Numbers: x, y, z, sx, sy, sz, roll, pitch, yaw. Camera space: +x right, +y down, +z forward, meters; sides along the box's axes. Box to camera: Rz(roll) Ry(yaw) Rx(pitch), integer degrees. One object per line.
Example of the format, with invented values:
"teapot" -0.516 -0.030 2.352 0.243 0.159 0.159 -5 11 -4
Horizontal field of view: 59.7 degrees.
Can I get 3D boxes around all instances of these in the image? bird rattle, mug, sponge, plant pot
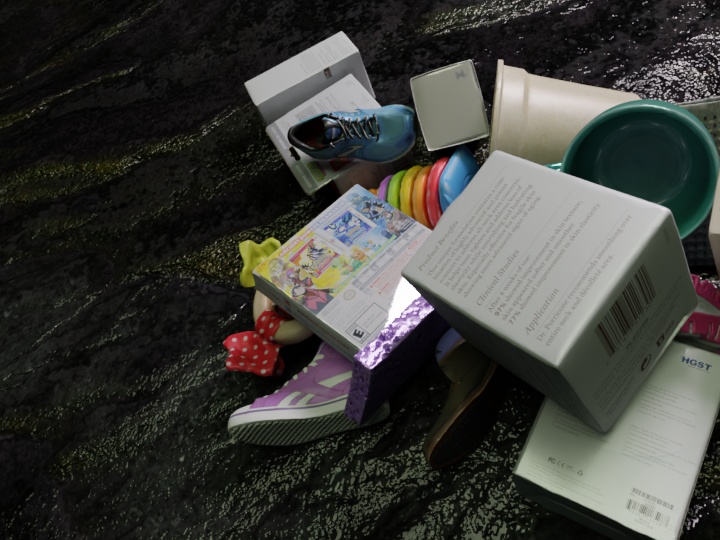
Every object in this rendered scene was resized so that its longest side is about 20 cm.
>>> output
"bird rattle" -0.105 0.042 0.831 0.162 0.113 0.201 -21 45 27
"mug" 0.291 -0.116 0.690 0.184 0.153 0.114 32 30 15
"sponge" 0.058 0.081 0.725 0.030 0.112 0.200 34 52 23
"plant pot" 0.264 -0.172 0.835 0.182 0.201 0.202 5 57 10

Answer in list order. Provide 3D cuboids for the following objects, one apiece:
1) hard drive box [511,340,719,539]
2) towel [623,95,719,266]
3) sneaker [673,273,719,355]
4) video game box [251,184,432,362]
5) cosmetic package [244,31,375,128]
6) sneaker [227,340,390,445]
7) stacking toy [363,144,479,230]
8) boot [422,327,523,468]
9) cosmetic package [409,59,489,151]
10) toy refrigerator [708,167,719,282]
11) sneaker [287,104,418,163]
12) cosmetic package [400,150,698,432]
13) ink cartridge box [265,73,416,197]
"hard drive box" 0.269 0.163 0.647 0.155 0.077 0.201 19 64 30
"towel" 0.411 -0.103 0.737 0.191 0.202 0.035 -3 16 18
"sneaker" 0.389 0.066 0.674 0.199 0.088 0.082 26 75 8
"video game box" 0.000 0.000 0.777 0.182 0.047 0.200 36 59 21
"cosmetic package" -0.088 -0.313 1.101 0.199 0.113 0.081 -31 51 -2
"sneaker" -0.067 0.149 0.789 0.199 0.073 0.115 -10 51 -1
"stacking toy" 0.065 -0.105 0.896 0.199 0.117 0.110 4 44 31
"boot" 0.116 0.136 0.736 0.097 0.075 0.200 22 56 43
"cosmetic package" 0.128 -0.234 0.904 0.087 0.104 0.200 -14 10 11
"toy refrigerator" 0.405 -0.022 0.633 0.070 0.200 0.076 6 68 38
"sneaker" -0.015 -0.187 0.876 0.199 0.090 0.079 -3 95 27
"cosmetic package" 0.185 0.016 0.621 0.168 0.166 0.200 -51 44 -4
"ink cartridge box" -0.035 -0.198 1.015 0.175 0.084 0.200 -31 51 -2
